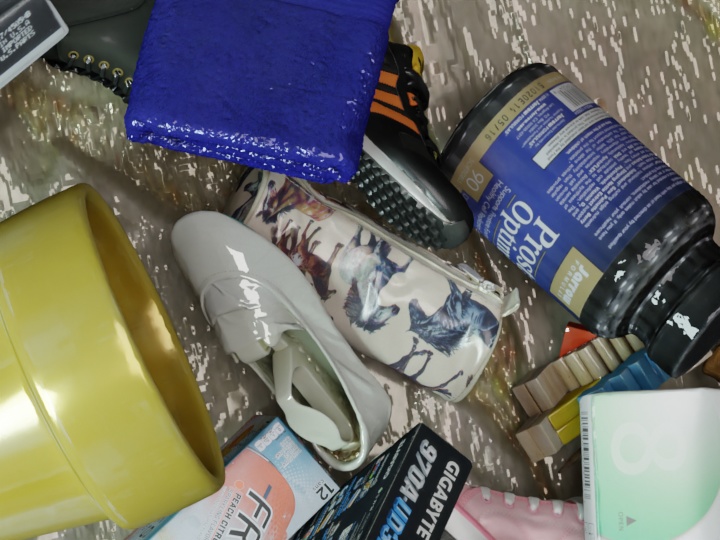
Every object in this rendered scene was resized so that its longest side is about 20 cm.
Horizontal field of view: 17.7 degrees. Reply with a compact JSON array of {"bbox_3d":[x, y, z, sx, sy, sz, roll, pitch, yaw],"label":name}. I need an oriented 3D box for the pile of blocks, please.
[{"bbox_3d":[0.179,0.044,1.517,0.199,0.082,0.062,-36,98,-12],"label":"pile of blocks"}]

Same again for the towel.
[{"bbox_3d":[-0.052,-0.151,1.405,0.146,0.050,0.201,12,64,4],"label":"towel"}]

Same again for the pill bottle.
[{"bbox_3d":[0.152,-0.030,1.462,0.200,0.112,0.112,43,79,16],"label":"pill bottle"}]

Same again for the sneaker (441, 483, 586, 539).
[{"bbox_3d":[0.114,0.167,1.505,0.200,0.075,0.105,41,75,-10],"label":"sneaker"}]

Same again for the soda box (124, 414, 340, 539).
[{"bbox_3d":[-0.108,0.179,1.447,0.200,0.068,0.064,-44,99,-12],"label":"soda box"}]

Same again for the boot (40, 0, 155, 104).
[{"bbox_3d":[-0.164,-0.125,1.441,0.199,0.077,0.139,-23,99,-12],"label":"boot"}]

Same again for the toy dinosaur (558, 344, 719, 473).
[{"bbox_3d":[0.239,0.095,1.534,0.198,0.061,0.107,9,45,16],"label":"toy dinosaur"}]

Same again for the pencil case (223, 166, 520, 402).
[{"bbox_3d":[0.000,0.000,1.473,0.199,0.078,0.090,31,109,-11],"label":"pencil case"}]

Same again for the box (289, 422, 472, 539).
[{"bbox_3d":[-0.021,0.202,1.380,0.046,0.159,0.201,38,44,-10],"label":"box"}]

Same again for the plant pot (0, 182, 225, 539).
[{"bbox_3d":[-0.204,0.076,1.374,0.188,0.201,0.202,-24,95,3],"label":"plant pot"}]

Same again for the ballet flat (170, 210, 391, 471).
[{"bbox_3d":[-0.048,0.048,1.429,0.069,0.069,0.200,-45,117,-11],"label":"ballet flat"}]

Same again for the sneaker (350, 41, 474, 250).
[{"bbox_3d":[0.017,-0.101,1.445,0.090,0.070,0.200,-39,61,-12],"label":"sneaker"}]

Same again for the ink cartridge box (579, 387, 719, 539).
[{"bbox_3d":[0.240,0.154,1.462,0.198,0.050,0.162,-2,86,-3],"label":"ink cartridge box"}]

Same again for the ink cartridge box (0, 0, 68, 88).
[{"bbox_3d":[-0.294,-0.121,1.344,0.197,0.200,0.047,-42,132,-12],"label":"ink cartridge box"}]
